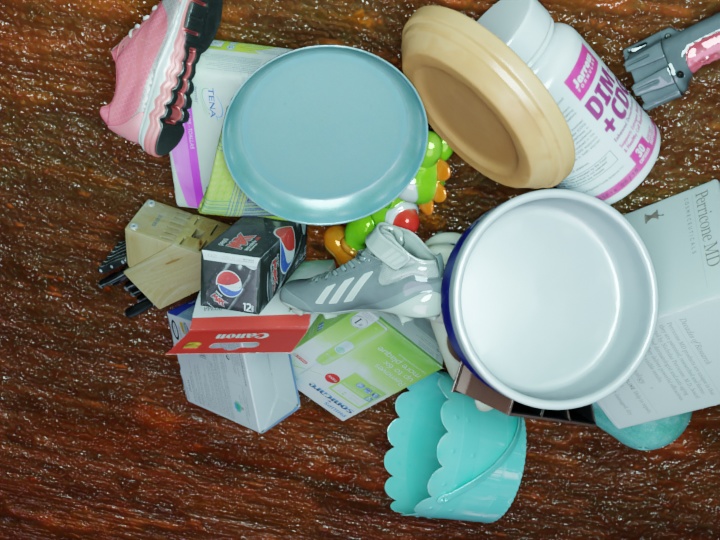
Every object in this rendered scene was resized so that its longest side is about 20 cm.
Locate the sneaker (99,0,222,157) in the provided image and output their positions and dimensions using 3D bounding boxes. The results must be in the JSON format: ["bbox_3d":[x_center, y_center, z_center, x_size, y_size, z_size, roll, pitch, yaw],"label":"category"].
[{"bbox_3d":[-0.197,-0.218,0.863,0.085,0.074,0.204,20,94,9],"label":"sneaker"}]

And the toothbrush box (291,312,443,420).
[{"bbox_3d":[-0.004,0.097,1.189,0.145,0.087,0.199,38,132,-24],"label":"toothbrush box"}]

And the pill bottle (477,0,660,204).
[{"bbox_3d":[0.188,-0.161,0.860,0.199,0.115,0.113,39,131,-25],"label":"pill bottle"}]

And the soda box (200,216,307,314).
[{"bbox_3d":[-0.114,-0.018,1.009,0.069,0.200,0.065,7,110,9],"label":"soda box"}]

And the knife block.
[{"bbox_3d":[-0.240,0.006,1.148,0.196,0.064,0.178,17,134,9],"label":"knife block"}]

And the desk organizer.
[{"bbox_3d":[0.195,0.122,0.994,0.076,0.073,0.198,21,-177,43],"label":"desk organizer"}]

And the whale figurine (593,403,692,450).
[{"bbox_3d":[0.327,0.171,1.143,0.196,0.106,0.159,8,160,-15],"label":"whale figurine"}]

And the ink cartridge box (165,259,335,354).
[{"bbox_3d":[-0.128,0.041,1.081,0.158,0.200,0.051,-3,106,15],"label":"ink cartridge box"}]

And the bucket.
[{"bbox_3d":[0.128,0.242,1.226,0.132,0.210,0.208,14,138,-16],"label":"bucket"}]

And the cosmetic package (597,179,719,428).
[{"bbox_3d":[0.339,0.042,0.994,0.198,0.169,0.167,-22,127,30],"label":"cosmetic package"}]

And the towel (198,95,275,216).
[{"bbox_3d":[-0.067,-0.118,0.938,0.197,0.023,0.145,-7,134,-34],"label":"towel"}]

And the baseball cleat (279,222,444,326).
[{"bbox_3d":[0.000,0.000,0.958,0.196,0.070,0.109,2,108,23],"label":"baseball cleat"}]

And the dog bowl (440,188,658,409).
[{"bbox_3d":[0.178,0.027,0.859,0.196,0.204,0.079,17,177,-5],"label":"dog bowl"}]

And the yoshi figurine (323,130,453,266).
[{"bbox_3d":[0.031,-0.096,0.969,0.111,0.113,0.201,28,134,-7],"label":"yoshi figurine"}]

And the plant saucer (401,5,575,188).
[{"bbox_3d":[0.104,-0.144,0.802,0.200,0.037,0.200,45,171,9],"label":"plant saucer"}]

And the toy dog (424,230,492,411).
[{"bbox_3d":[0.115,0.043,1.037,0.137,0.196,0.201,-2,143,31],"label":"toy dog"}]

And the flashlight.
[{"bbox_3d":[0.344,-0.207,0.812,0.198,0.068,0.068,-24,121,30],"label":"flashlight"}]

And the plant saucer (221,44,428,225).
[{"bbox_3d":[-0.034,-0.130,0.860,0.196,0.028,0.203,-3,131,-4],"label":"plant saucer"}]

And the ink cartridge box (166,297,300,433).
[{"bbox_3d":[-0.178,0.114,1.183,0.198,0.076,0.139,10,117,43],"label":"ink cartridge box"}]

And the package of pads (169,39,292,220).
[{"bbox_3d":[-0.132,-0.150,0.978,0.151,0.069,0.202,7,137,6],"label":"package of pads"}]
